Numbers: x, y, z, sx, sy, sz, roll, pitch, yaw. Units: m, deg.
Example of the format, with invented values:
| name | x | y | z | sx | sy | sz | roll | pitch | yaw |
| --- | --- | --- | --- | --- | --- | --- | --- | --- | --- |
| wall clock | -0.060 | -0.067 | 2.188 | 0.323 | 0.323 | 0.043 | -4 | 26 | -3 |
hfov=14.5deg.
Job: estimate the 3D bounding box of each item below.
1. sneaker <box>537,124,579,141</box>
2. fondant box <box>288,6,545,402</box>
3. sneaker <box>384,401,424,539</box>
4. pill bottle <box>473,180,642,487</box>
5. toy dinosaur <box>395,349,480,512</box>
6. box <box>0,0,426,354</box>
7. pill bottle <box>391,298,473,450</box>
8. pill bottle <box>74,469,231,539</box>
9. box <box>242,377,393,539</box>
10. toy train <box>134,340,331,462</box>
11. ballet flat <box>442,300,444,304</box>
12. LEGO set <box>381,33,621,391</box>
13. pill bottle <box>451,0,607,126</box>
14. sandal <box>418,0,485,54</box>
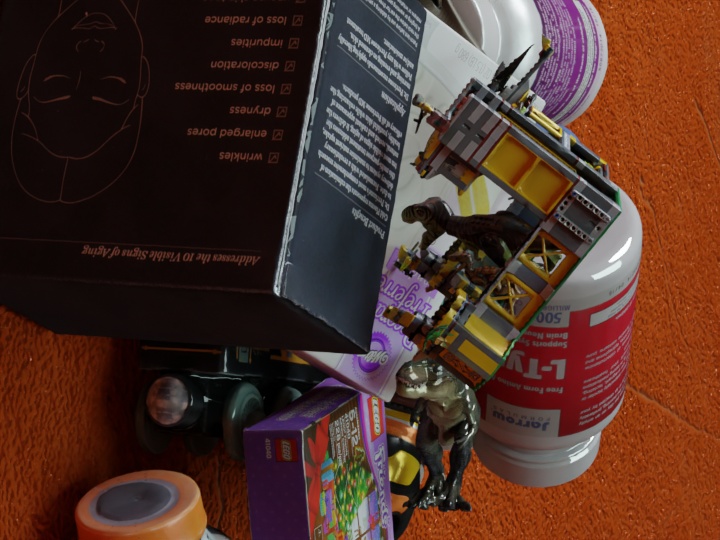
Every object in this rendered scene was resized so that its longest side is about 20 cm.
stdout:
| name | x | y | z | sx | sy | sz | roll | pitch | yaw |
| --- | --- | --- | --- | --- | --- | --- | --- | --- | --- |
| sneaker | 0.055 | -0.037 | 1.799 | 0.078 | 0.200 | 0.070 | -130 | -162 | -78 |
| fondant box | 0.003 | -0.045 | 1.604 | 0.144 | 0.058 | 0.200 | 33 | 84 | -43 |
| sneaker | 0.001 | 0.146 | 1.810 | 0.200 | 0.070 | 0.090 | 101 | 5 | -70 |
| pill bottle | 0.115 | 0.039 | 1.788 | 0.200 | 0.112 | 0.112 | 91 | 21 | -44 |
| toy dinosaur | 0.051 | 0.099 | 1.684 | 0.200 | 0.047 | 0.088 | 51 | 47 | -79 |
| box | -0.089 | -0.069 | 1.494 | 0.124 | 0.200 | 0.197 | 37 | 60 | -60 |
| pill bottle | 0.058 | 0.013 | 1.909 | 0.113 | 0.113 | 0.200 | -26 | 117 | -61 |
| pill bottle | -0.108 | 0.214 | 1.597 | 0.106 | 0.106 | 0.200 | -47 | 134 | -53 |
| box | -0.019 | 0.172 | 1.637 | 0.137 | 0.039 | 0.200 | -30 | 117 | -68 |
| toy train | -0.067 | 0.056 | 1.687 | 0.200 | 0.085 | 0.114 | 11 | 83 | -64 |
| ballet flat | 0.000 | 0.000 | 1.707 | 0.064 | 0.076 | 0.200 | -42 | 126 | -17 |
| LEGO set | 0.056 | -0.037 | 1.510 | 0.154 | 0.116 | 0.200 | -51 | -174 | 21 |
| pill bottle | 0.079 | -0.146 | 1.845 | 0.200 | 0.112 | 0.113 | -2 | 95 | -67 |
| sandal | 0.009 | -0.165 | 1.717 | 0.082 | 0.200 | 0.055 | -37 | 172 | -8 |
